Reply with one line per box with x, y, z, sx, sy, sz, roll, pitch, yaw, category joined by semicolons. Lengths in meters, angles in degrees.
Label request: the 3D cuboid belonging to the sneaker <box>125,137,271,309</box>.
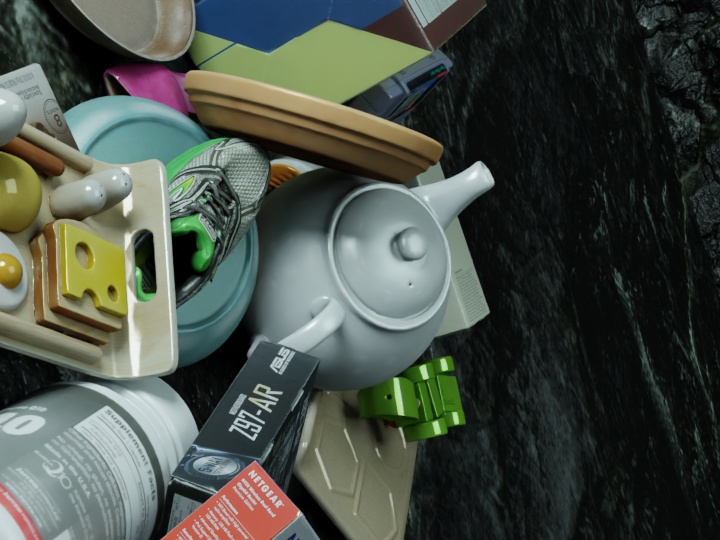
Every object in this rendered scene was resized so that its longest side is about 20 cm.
-0.111;-0.023;0.921;0.078;0.085;0.200;51;47;-20;sneaker

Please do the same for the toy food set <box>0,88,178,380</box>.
-0.171;-0.030;0.758;0.200;0.060;0.144;28;49;-55;toy food set

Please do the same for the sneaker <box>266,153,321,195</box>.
-0.018;-0.042;1.255;0.200;0.075;0.092;58;32;-30;sneaker

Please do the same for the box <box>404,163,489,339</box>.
0.065;-0.032;1.433;0.082;0.068;0.201;-22;94;-66;box

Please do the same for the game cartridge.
0.018;-0.154;1.347;0.038;0.130;0.200;50;27;0;game cartridge

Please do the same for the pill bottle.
-0.178;0.130;0.769;0.115;0.113;0.200;69;24;-7;pill bottle

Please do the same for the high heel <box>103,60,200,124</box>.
-0.140;-0.062;1.043;0.096;0.067;0.201;-3;82;-51;high heel

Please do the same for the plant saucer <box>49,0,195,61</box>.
-0.201;-0.243;1.040;0.200;0.032;0.201;44;31;-35;plant saucer

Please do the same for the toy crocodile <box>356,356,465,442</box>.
0.053;0.120;1.261;0.200;0.061;0.068;2;75;-73;toy crocodile

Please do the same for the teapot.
0.000;0.000;1.098;0.196;0.146;0.201;13;70;-30;teapot

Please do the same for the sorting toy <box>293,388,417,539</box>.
-0.006;0.159;1.209;0.186;0.036;0.201;-77;146;-47;sorting toy

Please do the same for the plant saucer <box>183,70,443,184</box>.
-0.038;-0.102;1.020;0.200;0.199;0.038;13;93;-62;plant saucer

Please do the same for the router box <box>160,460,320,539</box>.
-0.084;0.228;0.787;0.049;0.179;0.200;41;-15;39;router box

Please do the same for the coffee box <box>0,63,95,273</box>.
-0.241;-0.036;0.785;0.114;0.079;0.200;66;26;-10;coffee box

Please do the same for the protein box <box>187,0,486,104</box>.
-0.022;-0.229;1.215;0.135;0.198;0.200;59;27;-10;protein box

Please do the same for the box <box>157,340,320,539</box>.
-0.087;0.169;0.879;0.160;0.043;0.201;-60;167;-58;box

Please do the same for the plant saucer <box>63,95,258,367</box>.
-0.145;-0.031;0.971;0.199;0.027;0.201;16;66;-41;plant saucer
